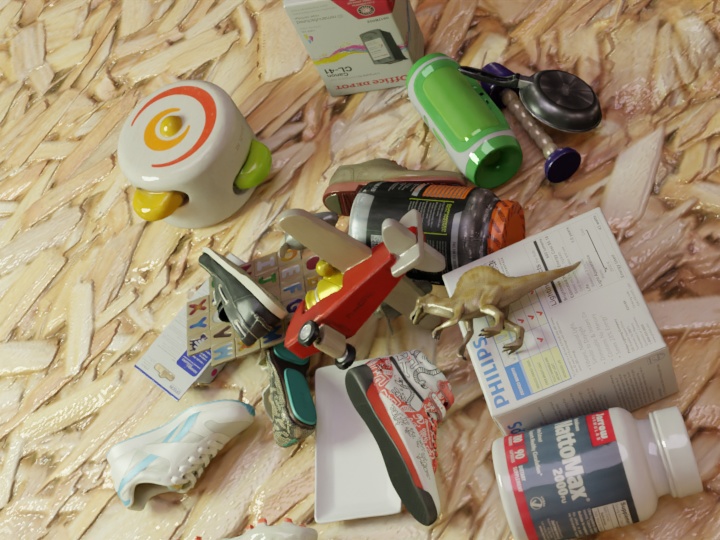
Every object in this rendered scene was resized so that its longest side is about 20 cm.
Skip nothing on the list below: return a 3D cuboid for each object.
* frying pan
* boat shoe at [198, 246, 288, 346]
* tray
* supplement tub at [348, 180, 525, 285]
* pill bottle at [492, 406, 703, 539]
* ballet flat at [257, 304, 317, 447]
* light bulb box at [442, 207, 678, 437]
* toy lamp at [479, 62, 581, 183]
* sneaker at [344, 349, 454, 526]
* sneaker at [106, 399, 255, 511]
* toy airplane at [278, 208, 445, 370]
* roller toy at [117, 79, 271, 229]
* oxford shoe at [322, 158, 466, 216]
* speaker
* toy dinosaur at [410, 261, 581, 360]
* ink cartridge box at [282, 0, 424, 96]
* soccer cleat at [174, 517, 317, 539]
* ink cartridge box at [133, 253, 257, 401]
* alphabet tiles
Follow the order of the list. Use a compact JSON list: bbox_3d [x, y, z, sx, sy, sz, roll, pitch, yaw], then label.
[{"bbox_3d":[0.232,-0.243,1.531,0.189,0.031,0.115,36,47,14],"label":"frying pan"},{"bbox_3d":[-0.162,0.027,1.465,0.068,0.072,0.200,-53,37,2],"label":"boat shoe"},{"bbox_3d":[-0.002,0.200,1.395,0.106,0.022,0.202,-10,56,14],"label":"tray"},{"bbox_3d":[0.095,-0.044,1.448,0.198,0.123,0.124,6,62,25],"label":"supplement tub"},{"bbox_3d":[0.247,0.210,1.232,0.198,0.120,0.121,-17,55,10],"label":"pill bottle"},{"bbox_3d":[-0.096,0.129,1.451,0.075,0.067,0.202,-41,39,33],"label":"ballet flat"},{"bbox_3d":[0.222,0.070,1.324,0.198,0.125,0.200,-23,54,8],"label":"light bulb box"},{"bbox_3d":[0.216,-0.200,1.539,0.058,0.058,0.201,-32,54,-1],"label":"toy lamp"},{"bbox_3d":[0.071,0.182,1.342,0.107,0.067,0.203,-17,62,-23],"label":"sneaker"},{"bbox_3d":[-0.212,0.223,1.439,0.199,0.077,0.081,-28,62,10],"label":"sneaker"},{"bbox_3d":[0.000,0.000,1.371,0.197,0.202,0.142,-10,34,-12],"label":"toy airplane"},{"bbox_3d":[-0.241,-0.165,1.644,0.199,0.140,0.183,-32,53,0],"label":"roller toy"},{"bbox_3d":[0.047,-0.121,1.549,0.198,0.071,0.075,0,54,20],"label":"oxford shoe"},{"bbox_3d":[0.134,-0.200,1.554,0.088,0.089,0.201,-31,53,0],"label":"speaker"},{"bbox_3d":[0.143,0.034,1.266,0.198,0.058,0.102,-15,53,13],"label":"toy dinosaur"},{"bbox_3d":[-0.005,-0.340,1.624,0.146,0.200,0.086,-6,58,18],"label":"ink cartridge box"},{"bbox_3d":[-0.136,0.335,1.341,0.198,0.069,0.078,-17,59,20],"label":"soccer cleat"},{"bbox_3d":[-0.198,0.077,1.542,0.094,0.037,0.200,31,72,33],"label":"ink cartridge box"},{"bbox_3d":[-0.130,0.041,1.490,0.198,0.006,0.167,-20,40,9],"label":"alphabet tiles"}]
